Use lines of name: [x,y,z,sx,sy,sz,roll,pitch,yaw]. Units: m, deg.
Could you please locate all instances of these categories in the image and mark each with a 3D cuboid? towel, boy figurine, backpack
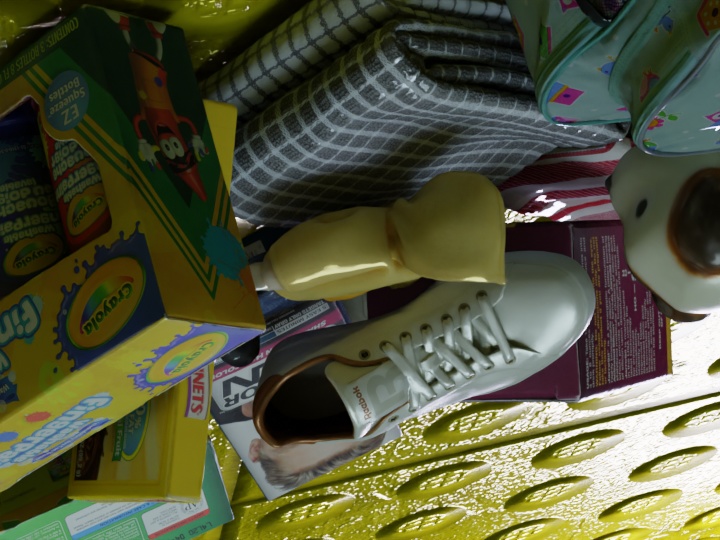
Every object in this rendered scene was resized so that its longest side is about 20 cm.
towel: [0.147,-0.050,1.437,0.144,0.023,0.200,-6,167,38]
boy figurine: [-0.002,-0.001,1.237,0.199,0.065,0.124,-16,170,31]
towel: [0.029,-0.084,1.244,0.199,0.086,0.165,4,152,-44]
backpack: [0.167,-0.140,1.127,0.175,0.154,0.200,-10,166,-32]

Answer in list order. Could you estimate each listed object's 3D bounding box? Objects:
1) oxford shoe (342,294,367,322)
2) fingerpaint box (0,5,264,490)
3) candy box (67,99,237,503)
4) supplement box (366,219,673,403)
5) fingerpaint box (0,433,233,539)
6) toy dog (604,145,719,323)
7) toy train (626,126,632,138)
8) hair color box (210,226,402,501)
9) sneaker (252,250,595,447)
oxford shoe: [0.000,0.000,1.461,0.073,0.071,0.200,-12,158,6]
fingerpaint box: [-0.158,-0.006,1.160,0.200,0.168,0.073,-30,156,34]
candy box: [-0.107,0.018,1.202,0.026,0.201,0.102,11,169,-37]
supplement box: [0.098,0.023,1.401,0.130,0.104,0.200,-2,-179,22]
fingerpaint box: [-0.195,0.106,1.323,0.199,0.167,0.074,-24,134,-11]
toy dog: [0.223,-0.056,1.279,0.200,0.194,0.140,-35,174,-18]
toy train: [0.161,-0.077,1.443,0.046,0.034,0.200,-11,163,22]
hair color box: [-0.048,0.057,1.433,0.100,0.061,0.200,-26,148,0]
sneaker: [0.033,0.054,1.266,0.199,0.073,0.085,-22,-163,19]
